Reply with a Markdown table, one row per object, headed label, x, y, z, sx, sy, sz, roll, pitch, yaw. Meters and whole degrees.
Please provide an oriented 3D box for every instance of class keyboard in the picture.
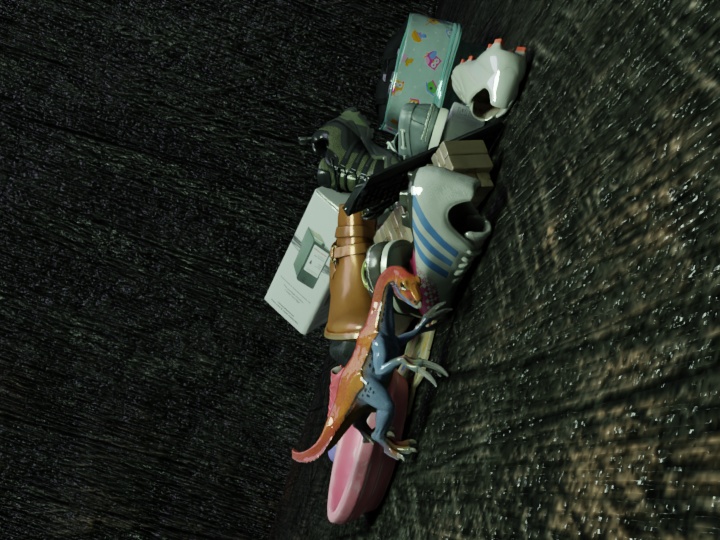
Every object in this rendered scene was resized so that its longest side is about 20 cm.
| label | x | y | z | sx | sy | sz | roll | pitch | yaw |
| --- | --- | --- | --- | --- | --- | --- | --- | --- | --- |
| keyboard | 0.066 | -0.104 | 1.261 | 0.198 | 0.021 | 0.127 | -24 | -13 | -25 |

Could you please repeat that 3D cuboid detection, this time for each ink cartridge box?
| label | x | y | z | sx | sy | sz | roll | pitch | yaw |
| --- | --- | --- | --- | --- | --- | --- | --- | --- | --- |
| ink cartridge box | 0.107 | -0.102 | 1.408 | 0.110 | 0.050 | 0.202 | 113 | 173 | -51 |
| ink cartridge box | -0.029 | -0.030 | 1.541 | 0.145 | 0.084 | 0.201 | -29 | -27 | -51 |

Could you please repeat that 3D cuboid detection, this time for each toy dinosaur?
| label | x | y | z | sx | sy | sz | roll | pitch | yaw |
| --- | --- | --- | --- | --- | --- | --- | --- | --- | --- |
| toy dinosaur | 0.016 | 0.092 | 1.100 | 0.105 | 0.197 | 0.184 | -137 | 33 | -70 |

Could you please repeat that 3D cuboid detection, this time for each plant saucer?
| label | x | y | z | sx | sy | sz | roll | pitch | yaw |
| --- | --- | --- | --- | --- | --- | --- | --- | --- | --- |
| plant saucer | 0.010 | 0.193 | 1.282 | 0.201 | 0.050 | 0.204 | -164 | 90 | -85 |

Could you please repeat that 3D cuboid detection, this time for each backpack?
| label | x | y | z | sx | sy | sz | roll | pitch | yaw |
| --- | --- | --- | --- | --- | --- | --- | --- | --- | --- |
| backpack | 0.097 | -0.275 | 1.610 | 0.200 | 0.151 | 0.179 | 4 | -77 | -84 |

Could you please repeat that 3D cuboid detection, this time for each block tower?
| label | x | y | z | sx | sy | sz | roll | pitch | yaw |
| --- | --- | --- | --- | --- | --- | --- | --- | --- | --- |
| block tower | 0.078 | -0.064 | 1.249 | 0.201 | 0.057 | 0.055 | -56 | 46 | 51 |

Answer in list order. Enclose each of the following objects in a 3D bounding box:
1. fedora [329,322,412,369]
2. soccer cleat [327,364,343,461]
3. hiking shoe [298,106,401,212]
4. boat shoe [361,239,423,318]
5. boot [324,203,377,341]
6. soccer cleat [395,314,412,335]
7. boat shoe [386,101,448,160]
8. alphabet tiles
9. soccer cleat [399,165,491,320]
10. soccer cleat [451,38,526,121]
| label | x | y | z | sx | sy | sz | roll | pitch | yaw |
| --- | --- | --- | --- | --- | --- | --- | --- | --- | --- |
| fedora | 0.010 | 0.092 | 1.539 | 0.201 | 0.090 | 0.204 | -161 | 90 | -87 |
| soccer cleat | -0.022 | 0.190 | 1.678 | 0.067 | 0.075 | 0.203 | -84 | 13 | -75 |
| hiking shoe | -0.002 | -0.120 | 1.442 | 0.201 | 0.100 | 0.076 | 55 | 168 | 37 |
| boat shoe | 0.033 | 0.012 | 1.204 | 0.201 | 0.060 | 0.073 | 41 | -121 | -69 |
| boot | 0.000 | 0.000 | 1.330 | 0.200 | 0.075 | 0.158 | -102 | 17 | -82 |
| soccer cleat | 0.050 | -0.006 | 1.449 | 0.078 | 0.068 | 0.202 | 79 | -155 | -51 |
| boat shoe | 0.067 | -0.170 | 1.448 | 0.200 | 0.061 | 0.074 | 120 | 167 | -78 |
| alphabet tiles | 0.058 | 0.124 | 1.338 | 0.201 | 0.006 | 0.168 | 114 | 174 | -57 |
| soccer cleat | 0.091 | -0.018 | 1.132 | 0.202 | 0.085 | 0.070 | 79 | -154 | -45 |
| soccer cleat | 0.141 | -0.208 | 1.296 | 0.200 | 0.068 | 0.079 | 164 | 122 | -83 |
